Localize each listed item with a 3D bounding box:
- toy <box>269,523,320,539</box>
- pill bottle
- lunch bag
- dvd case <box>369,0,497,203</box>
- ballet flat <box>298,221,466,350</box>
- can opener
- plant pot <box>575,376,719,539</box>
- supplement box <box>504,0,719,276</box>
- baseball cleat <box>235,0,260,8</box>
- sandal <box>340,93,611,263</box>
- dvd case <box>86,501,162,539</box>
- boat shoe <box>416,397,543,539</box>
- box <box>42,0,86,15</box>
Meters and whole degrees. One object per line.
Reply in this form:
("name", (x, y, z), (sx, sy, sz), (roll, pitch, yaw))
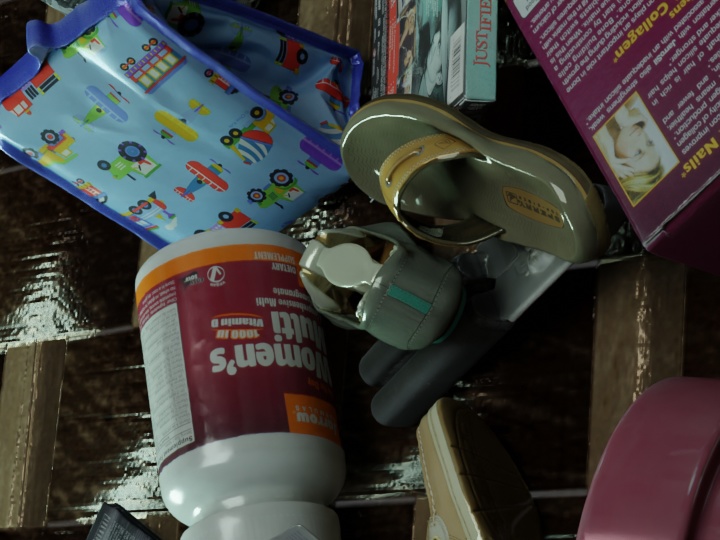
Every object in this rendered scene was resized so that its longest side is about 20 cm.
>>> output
("toy", (-0.030, 0.188, 1.459), (0.200, 0.115, 0.047), (-37, 17, 51))
("pill bottle", (-0.067, 0.085, 1.545), (0.110, 0.110, 0.200), (-29, 60, 36))
("lunch bag", (-0.118, -0.095, 1.572), (0.151, 0.200, 0.094), (-34, 46, 36))
("dvd case", (0.040, -0.134, 1.497), (0.200, 0.022, 0.146), (132, 141, -70))
("ballet flat", (0.000, 0.000, 1.485), (0.067, 0.064, 0.200), (-66, 19, -1))
("can opener", (0.077, 0.019, 1.473), (0.200, 0.067, 0.053), (-48, 49, 41))
("plant pot", (0.213, 0.153, 1.206), (0.179, 0.200, 0.200), (5, 82, 30))
("supplement box", (0.178, -0.113, 1.367), (0.131, 0.103, 0.200), (-45, 50, 26))
("baseball cleat", (-0.066, -0.195, 1.671), (0.200, 0.070, 0.107), (-19, 84, 39))
("sandal", (0.049, -0.041, 1.399), (0.054, 0.080, 0.200), (-39, 36, -23))
("dvd case", (-0.127, 0.250, 1.622), (0.200, 0.016, 0.149), (32, 101, 44))
("boat shoe", (0.061, 0.165, 1.422), (0.069, 0.074, 0.200), (-34, 57, 26))
("box", (-0.158, -0.274, 1.730), (0.158, 0.050, 0.200), (-49, 24, 24))
